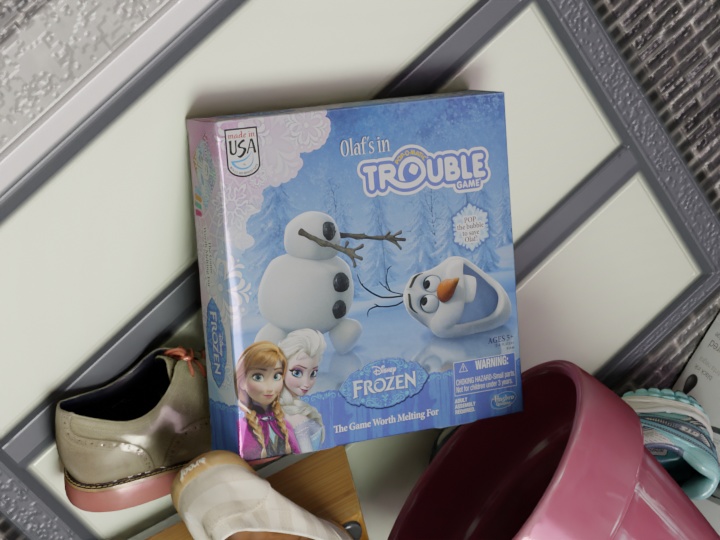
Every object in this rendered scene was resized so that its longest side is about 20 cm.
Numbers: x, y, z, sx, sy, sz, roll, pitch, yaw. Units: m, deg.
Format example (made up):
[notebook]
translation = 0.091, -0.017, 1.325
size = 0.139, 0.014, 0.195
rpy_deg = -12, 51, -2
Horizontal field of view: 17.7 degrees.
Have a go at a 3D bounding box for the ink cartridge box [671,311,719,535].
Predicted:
[ink cartridge box]
translation = 0.269, 0.145, 1.609
size = 0.084, 0.145, 0.201
rpy_deg = 24, 101, -38

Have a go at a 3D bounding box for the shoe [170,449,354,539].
[shoe]
translation = -0.046, 0.171, 1.361
size = 0.070, 0.053, 0.200
rpy_deg = -42, 141, 3

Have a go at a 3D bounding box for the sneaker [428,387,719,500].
[sneaker]
translation = 0.146, 0.125, 1.538
size = 0.199, 0.086, 0.078
rpy_deg = -6, 121, -9

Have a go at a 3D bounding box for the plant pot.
[plant pot]
translation = 0.137, 0.185, 1.430
size = 0.179, 0.200, 0.200
rpy_deg = 37, 93, -14

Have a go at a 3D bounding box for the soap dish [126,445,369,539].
[soap dish]
translation = -0.074, 0.218, 1.471
size = 0.199, 0.081, 0.158
rpy_deg = -26, 127, -17

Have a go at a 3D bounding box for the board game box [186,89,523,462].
[board game box]
translation = 0.000, 0.000, 1.376
size = 0.199, 0.043, 0.200
rpy_deg = -9, 98, -29

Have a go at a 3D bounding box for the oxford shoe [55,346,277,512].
[oxford shoe]
translation = -0.089, 0.077, 1.389
size = 0.199, 0.070, 0.075
rpy_deg = -24, 123, -20
